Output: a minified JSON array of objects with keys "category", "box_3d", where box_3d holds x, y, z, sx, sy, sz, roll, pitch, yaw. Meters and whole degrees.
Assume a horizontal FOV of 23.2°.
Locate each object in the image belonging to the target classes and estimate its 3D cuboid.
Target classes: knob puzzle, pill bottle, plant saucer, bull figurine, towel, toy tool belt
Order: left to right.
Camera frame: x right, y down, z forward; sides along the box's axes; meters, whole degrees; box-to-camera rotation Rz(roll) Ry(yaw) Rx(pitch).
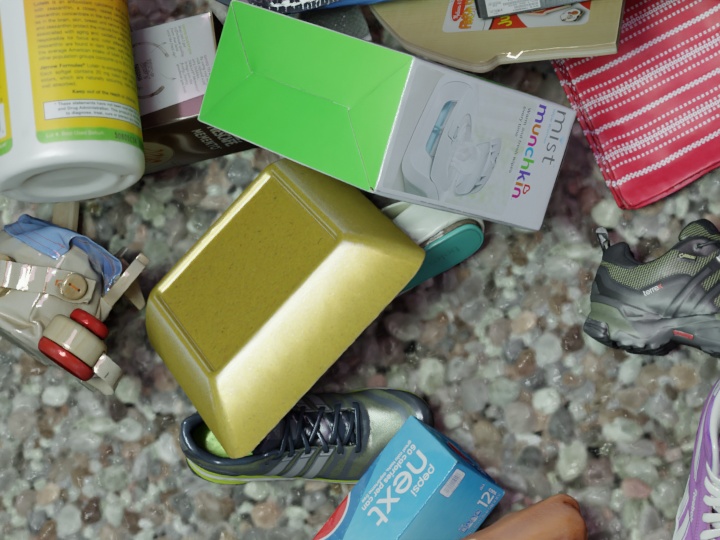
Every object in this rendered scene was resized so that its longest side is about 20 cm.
[{"category":"pill bottle","box_3d":[-0.218,-0.159,1.253,0.110,0.111,0.202,-10,78,10]},{"category":"toy tool belt","box_3d":[-0.220,0.005,1.318,0.123,0.125,0.199,-56,31,-11]},{"category":"plant saucer","box_3d":[-0.073,0.010,1.286,0.200,0.048,0.200,-47,36,1]},{"category":"bull figurine","box_3d":[0.080,0.228,1.224,0.199,0.065,0.122,-19,113,-23]},{"category":"knob puzzle","box_3d":[0.102,-0.205,1.312,0.218,0.031,0.221,-9,42,8]},{"category":"towel","box_3d":[0.222,-0.159,1.326,0.144,0.022,0.201,-25,76,6]}]

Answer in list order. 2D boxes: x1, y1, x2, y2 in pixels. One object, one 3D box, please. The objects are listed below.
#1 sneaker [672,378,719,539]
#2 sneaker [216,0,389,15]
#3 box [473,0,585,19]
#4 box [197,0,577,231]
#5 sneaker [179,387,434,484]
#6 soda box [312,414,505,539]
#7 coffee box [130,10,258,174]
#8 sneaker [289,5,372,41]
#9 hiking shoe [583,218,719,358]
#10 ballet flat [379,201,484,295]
[{"category":"sneaker","box_3d":[0.254,0.167,1.218,0.072,0.114,0.203,3,82,10]},{"category":"sneaker","box_3d":[-0.020,-0.223,1.302,0.198,0.078,0.067,-5,91,7]},{"category":"box","box_3d":[0.175,-0.264,1.293,0.198,0.049,0.159,-10,40,7]},{"category":"box","box_3d":[0.018,-0.107,1.237,0.199,0.176,0.098,25,101,45]},{"category":"sneaker","box_3d":[-0.044,0.124,1.301,0.198,0.081,0.075,-9,79,9]},{"category":"soda box","box_3d":[0.009,0.209,1.266,0.200,0.064,0.068,-52,41,4]},{"category":"coffee box","box_3d":[-0.187,-0.124,1.356,0.198,0.114,0.080,-13,78,10]},{"category":"sneaker","box_3d":[-0.039,-0.209,1.368,0.070,0.080,0.202,-13,98,-13]},{"category":"hiking shoe","box_3d":[0.261,0.013,1.261,0.198,0.076,0.102,4,85,13]},{"category":"ballet flat","box_3d":[0.000,0.000,1.330,0.199,0.069,0.070,-32,76,1]}]
